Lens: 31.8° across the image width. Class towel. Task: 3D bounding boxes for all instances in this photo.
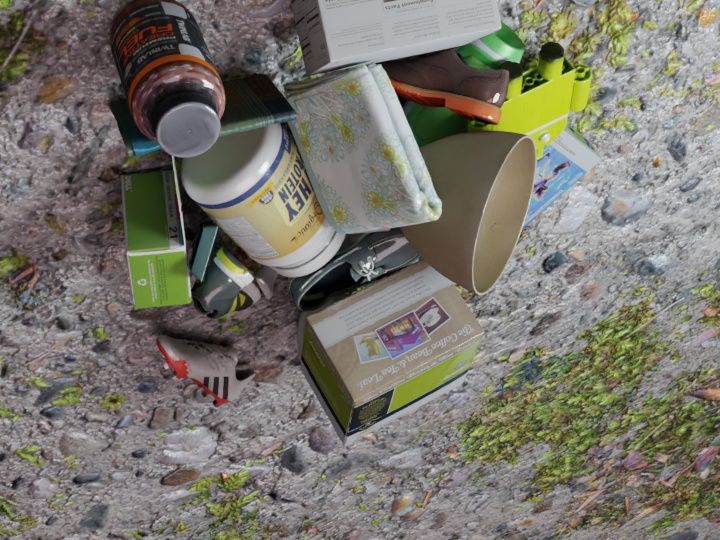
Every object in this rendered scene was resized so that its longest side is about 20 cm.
[{"bbox_3d":[-0.187,-0.183,1.479,0.199,0.147,0.022,-13,120,-13],"label":"towel"},{"bbox_3d":[-0.005,-0.140,1.483,0.048,0.171,0.201,-35,109,-34],"label":"towel"}]

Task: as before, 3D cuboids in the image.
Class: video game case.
[{"bbox_3d":[0.210,-0.140,1.776,0.200,0.046,0.181,-43,134,21],"label":"video game case"}]

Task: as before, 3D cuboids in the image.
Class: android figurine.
[{"bbox_3d":[0.213,-0.201,1.621,0.181,0.041,0.201,-25,148,-15],"label":"android figurine"}]

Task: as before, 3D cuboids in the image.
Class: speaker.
[{"bbox_3d":[0.121,-0.228,1.614,0.088,0.089,0.200,16,125,-36],"label":"speaker"}]

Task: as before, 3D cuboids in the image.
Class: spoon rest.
[{"bbox_3d":[-0.043,-0.024,1.687,0.199,0.061,0.100,-19,127,10],"label":"spoon rest"}]

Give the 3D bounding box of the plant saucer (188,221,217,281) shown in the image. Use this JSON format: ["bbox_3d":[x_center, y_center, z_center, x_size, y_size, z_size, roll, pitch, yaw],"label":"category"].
[{"bbox_3d":[-0.202,-0.028,1.605,0.019,0.200,0.070,17,91,-8],"label":"plant saucer"}]

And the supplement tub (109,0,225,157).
[{"bbox_3d":[-0.210,-0.210,1.393,0.106,0.200,0.107,-13,134,-14],"label":"supplement tub"}]

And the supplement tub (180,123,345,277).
[{"bbox_3d":[-0.116,-0.096,1.591,0.144,0.145,0.200,-32,134,11],"label":"supplement tub"}]

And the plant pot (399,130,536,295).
[{"bbox_3d":[0.118,-0.087,1.550,0.200,0.134,0.201,-52,153,-41],"label":"plant pot"}]

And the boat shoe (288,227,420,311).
[{"bbox_3d":[0.000,0.000,1.630,0.199,0.062,0.073,-21,125,11],"label":"boat shoe"}]

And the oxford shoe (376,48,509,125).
[{"bbox_3d":[0.091,-0.239,1.550,0.071,0.199,0.073,13,97,-69],"label":"oxford shoe"}]

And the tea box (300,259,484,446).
[{"bbox_3d":[0.038,0.109,1.688,0.199,0.134,0.197,-26,161,-17],"label":"tea box"}]

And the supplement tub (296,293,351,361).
[{"bbox_3d":[0.015,0.104,1.883,0.199,0.123,0.123,12,128,-33],"label":"supplement tub"}]

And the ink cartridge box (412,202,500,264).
[{"bbox_3d":[0.081,-0.071,1.706,0.199,0.085,0.145,12,132,-1],"label":"ink cartridge box"}]

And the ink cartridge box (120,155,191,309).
[{"bbox_3d":[-0.256,-0.075,1.554,0.075,0.148,0.201,-7,136,-7],"label":"ink cartridge box"}]

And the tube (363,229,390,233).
[{"bbox_3d":[0.006,-0.149,1.596,0.077,0.202,0.050,-3,177,-26],"label":"tube"}]

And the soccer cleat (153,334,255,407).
[{"bbox_3d":[-0.228,0.133,1.853,0.085,0.069,0.200,-38,140,4],"label":"soccer cleat"}]

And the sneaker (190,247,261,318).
[{"bbox_3d":[-0.190,0.025,1.696,0.085,0.074,0.200,-43,170,-9],"label":"sneaker"}]

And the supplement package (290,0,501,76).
[{"bbox_3d":[0.034,-0.298,1.427,0.199,0.156,0.112,-12,95,-11],"label":"supplement package"}]
